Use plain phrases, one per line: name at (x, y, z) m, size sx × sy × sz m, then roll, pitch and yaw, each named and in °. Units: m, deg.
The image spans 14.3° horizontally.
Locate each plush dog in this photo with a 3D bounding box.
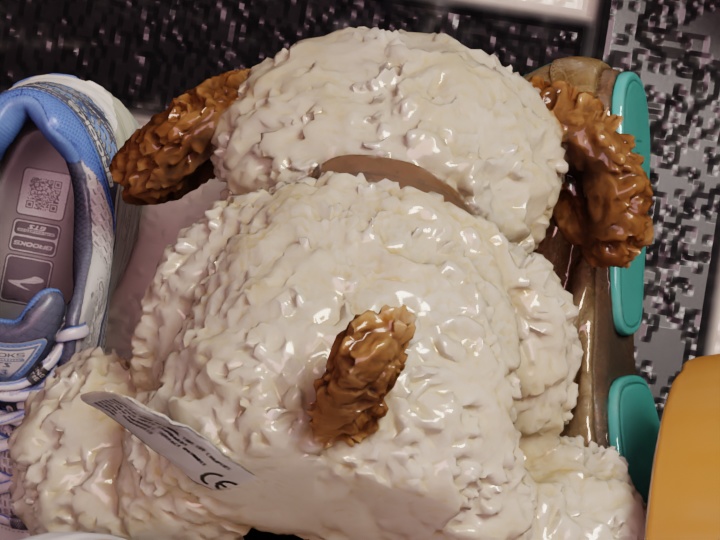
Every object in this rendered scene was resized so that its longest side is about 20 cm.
plush dog at (0.000, 0.000, 0.859) m, size 0.199 × 0.161 × 0.173 m, roll 7°, pitch 55°, yaw 0°

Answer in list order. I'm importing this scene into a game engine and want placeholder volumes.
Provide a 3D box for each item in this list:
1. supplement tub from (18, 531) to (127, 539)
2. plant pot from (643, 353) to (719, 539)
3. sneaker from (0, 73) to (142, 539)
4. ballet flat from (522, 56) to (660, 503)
supplement tub at (-0.050, 0.151, 0.774) m, size 0.199 × 0.144 × 0.145 m, roll 10°, pitch 86°, yaw 35°
plant pot at (0.184, 0.095, 0.868) m, size 0.182 × 0.200 × 0.202 m, roll 2°, pitch 86°, yaw 16°
sneaker at (-0.115, 0.032, 0.943) m, size 0.076 × 0.085 × 0.201 m, roll 1°, pitch 87°, yaw 5°
ballet flat at (0.063, 0.031, 0.943) m, size 0.072 × 0.068 × 0.201 m, roll -6°, pitch 86°, yaw 21°
